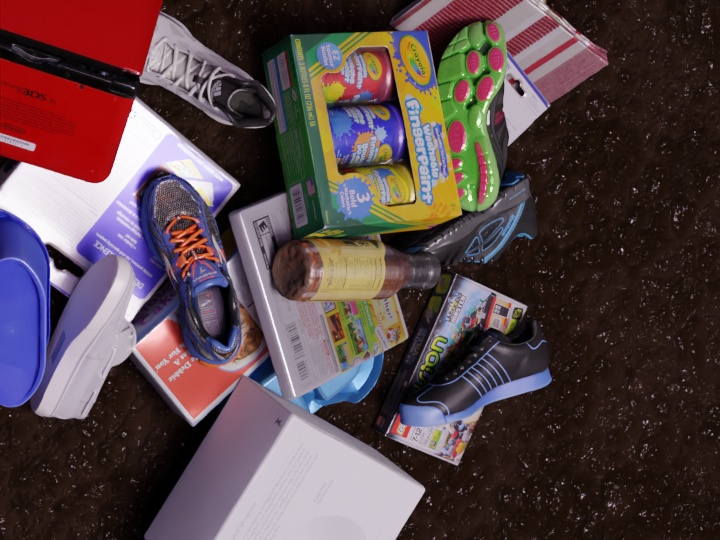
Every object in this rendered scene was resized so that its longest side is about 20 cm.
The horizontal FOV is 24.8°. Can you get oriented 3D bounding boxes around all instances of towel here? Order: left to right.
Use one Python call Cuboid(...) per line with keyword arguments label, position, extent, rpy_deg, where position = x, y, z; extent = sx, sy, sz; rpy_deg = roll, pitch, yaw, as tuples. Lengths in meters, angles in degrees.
Cuboid(label="towel", position=(0.150, -0.248, 1.761), extent=(0.200, 0.144, 0.023), rpy_deg=(33, 47, -26))

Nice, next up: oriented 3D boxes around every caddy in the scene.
Cuboid(label="caddy", position=(-0.366, 0.038, 1.563), extent=(0.141, 0.105, 0.201), rpy_deg=(-1, 116, -14))

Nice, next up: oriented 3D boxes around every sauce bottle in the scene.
Cuboid(label="sauce bottle", position=(0.000, 0.000, 1.682), extent=(0.199, 0.066, 0.066), rpy_deg=(1, 101, -46))

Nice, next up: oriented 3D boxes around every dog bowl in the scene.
Cuboid(label="dog bowl", position=(-0.068, 0.118, 1.768), extent=(0.200, 0.050, 0.112), rpy_deg=(-37, 115, -15))

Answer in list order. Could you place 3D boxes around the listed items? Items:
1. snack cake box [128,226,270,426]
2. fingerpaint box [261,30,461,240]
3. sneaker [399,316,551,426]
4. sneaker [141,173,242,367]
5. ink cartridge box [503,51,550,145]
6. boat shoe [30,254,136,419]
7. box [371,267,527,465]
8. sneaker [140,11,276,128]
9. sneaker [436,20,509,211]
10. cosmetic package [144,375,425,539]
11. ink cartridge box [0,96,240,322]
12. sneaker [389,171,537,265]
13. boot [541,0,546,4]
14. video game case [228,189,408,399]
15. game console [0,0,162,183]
Cuboid(label="snack cake box", position=(-0.144, 0.048, 1.703), extent=(0.200, 0.067, 0.115), rpy_deg=(-42, 118, -13))
Cuboid(label="fingerpaint box", position=(0.002, -0.140, 1.676), extent=(0.166, 0.073, 0.201), rpy_deg=(-6, 82, -31))
Cuboid(label="sneaker", position=(0.124, 0.112, 1.820), extent=(0.199, 0.070, 0.078), rpy_deg=(-18, 105, -29))
Cuboid(label="sneaker", position=(-0.157, -0.002, 1.611), extent=(0.075, 0.078, 0.201), rpy_deg=(-23, 95, -16))
Cuboid(label="ink cartridge box", position=(0.103, -0.150, 1.785), extent=(0.200, 0.039, 0.100), rpy_deg=(-42, 116, 0))
Cuboid(label="boat shoe", position=(-0.259, 0.071, 1.614), extent=(0.068, 0.072, 0.201), rpy_deg=(16, 116, -29))
Cuboid(label="box", position=(0.102, 0.110, 1.863), extent=(0.110, 0.035, 0.201), rpy_deg=(24, 90, -29))
Cuboid(label="sneaker", position=(-0.163, -0.201, 1.610), extent=(0.200, 0.115, 0.076), rpy_deg=(27, 88, -29))
Cuboid(label="sneaker", position=(0.120, -0.164, 1.731), extent=(0.076, 0.084, 0.201), rpy_deg=(5, 94, 11))
Cuboid(label="cosmetic package", position=(-0.079, 0.250, 1.695), extent=(0.200, 0.123, 0.200), rpy_deg=(34, 88, -37))
Cuboid(label="ink cartridge box", position=(-0.255, -0.071, 1.630), extent=(0.198, 0.043, 0.200), rpy_deg=(40, 86, -27))
Cuboid(label="sneaker", position=(0.117, -0.032, 1.818), extent=(0.199, 0.073, 0.082), rpy_deg=(-29, 113, -18))
Cuboid(label="boot", position=(0.122, -0.316, 1.760), extent=(0.155, 0.073, 0.201), rpy_deg=(-5, 119, -17))
Cuboid(label="video game case", position=(-0.040, 0.009, 1.700), extent=(0.182, 0.023, 0.201), rpy_deg=(-25, 103, -42))
Cuboid(label="game console", position=(-0.309, -0.204, 1.556), extent=(0.199, 0.119, 0.173), rpy_deg=(17, 122, -11))
